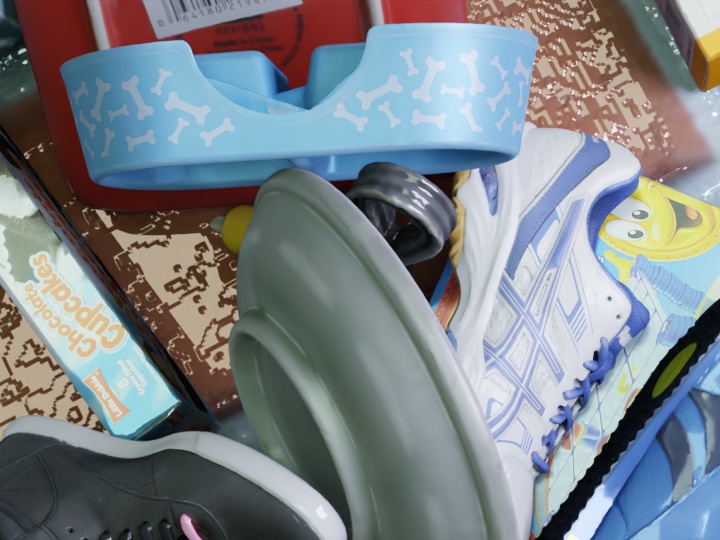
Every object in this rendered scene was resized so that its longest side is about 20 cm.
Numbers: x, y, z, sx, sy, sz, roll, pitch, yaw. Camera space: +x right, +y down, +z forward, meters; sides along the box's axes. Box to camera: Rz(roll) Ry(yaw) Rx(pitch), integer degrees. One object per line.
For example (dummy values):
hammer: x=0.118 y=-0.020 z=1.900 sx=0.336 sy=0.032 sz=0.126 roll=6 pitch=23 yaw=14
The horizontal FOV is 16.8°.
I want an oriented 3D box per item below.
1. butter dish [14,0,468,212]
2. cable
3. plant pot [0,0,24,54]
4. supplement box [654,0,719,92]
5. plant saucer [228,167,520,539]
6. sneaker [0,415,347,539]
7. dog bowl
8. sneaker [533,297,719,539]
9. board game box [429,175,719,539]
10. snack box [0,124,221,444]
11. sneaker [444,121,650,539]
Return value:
butter dish: x=-0.049 y=-0.145 z=1.113 sx=0.198 sy=0.148 sz=0.200 roll=-5 pitch=125 yaw=8
cable: x=0.000 y=0.000 z=1.058 sx=0.097 sy=0.200 sz=0.050 roll=41 pitch=77 yaw=-14
plant pot: x=-0.240 y=-0.186 z=1.102 sx=0.195 sy=0.196 sz=0.201 roll=-20 pitch=81 yaw=8
supplement box: x=0.170 y=-0.202 z=1.122 sx=0.125 sy=0.074 sz=0.201 roll=-25 pitch=80 yaw=3
plant saucer: x=-0.007 y=0.059 z=0.985 sx=0.050 sy=0.200 sz=0.201 roll=-27 pitch=79 yaw=-18
sneaker: x=-0.098 y=0.119 z=0.994 sx=0.199 sy=0.071 sz=0.099 roll=4 pitch=46 yaw=40
dog bowl: x=-0.025 y=-0.065 z=1.005 sx=0.198 sy=0.111 sz=0.050 roll=-3 pitch=86 yaw=7
sneaker: x=0.140 y=0.093 z=1.037 sx=0.078 sy=0.066 sz=0.201 roll=34 pitch=88 yaw=-2
board game box: x=0.118 y=0.062 z=1.100 sx=0.195 sy=0.056 sz=0.201 roll=22 pitch=85 yaw=9
snack box: x=-0.142 y=-0.003 z=1.110 sx=0.037 sy=0.116 sz=0.200 roll=-37 pitch=80 yaw=0
sneaker: x=0.079 y=0.035 z=1.043 sx=0.087 sy=0.075 sz=0.202 roll=4 pitch=83 yaw=7
